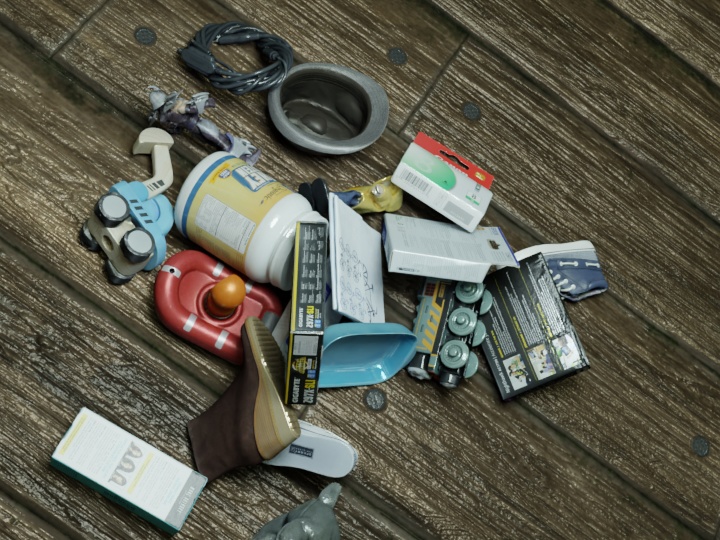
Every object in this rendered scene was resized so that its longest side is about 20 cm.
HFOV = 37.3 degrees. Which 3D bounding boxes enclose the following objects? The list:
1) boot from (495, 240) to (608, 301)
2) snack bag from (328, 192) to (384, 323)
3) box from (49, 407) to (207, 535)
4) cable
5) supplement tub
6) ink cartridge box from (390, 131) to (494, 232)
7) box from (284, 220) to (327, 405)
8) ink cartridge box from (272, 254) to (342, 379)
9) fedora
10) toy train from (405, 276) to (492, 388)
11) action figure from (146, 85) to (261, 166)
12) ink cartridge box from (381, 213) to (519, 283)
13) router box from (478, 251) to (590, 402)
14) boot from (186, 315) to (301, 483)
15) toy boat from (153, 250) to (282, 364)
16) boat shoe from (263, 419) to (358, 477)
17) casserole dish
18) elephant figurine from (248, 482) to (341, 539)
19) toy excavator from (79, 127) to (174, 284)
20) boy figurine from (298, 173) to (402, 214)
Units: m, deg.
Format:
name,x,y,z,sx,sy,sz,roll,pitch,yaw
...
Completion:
name,x,y,z,sx,sy,sz,roll,pitch,yaw
boot,0.329,0.008,1.805,0.199,0.073,0.091,-10,66,-24
snack bag,0.000,0.000,1.641,0.021,0.200,0.190,-11,68,20
box,-0.318,0.276,1.466,0.199,0.049,0.083,32,61,-5
cable,-0.191,-0.349,1.752,0.199,0.051,0.163,28,43,27
supplement tub,-0.162,-0.072,1.591,0.199,0.145,0.145,31,59,17
ink cartridge box,0.149,-0.166,1.780,0.160,0.050,0.200,32,38,-2
box,-0.074,0.058,1.462,0.049,0.160,0.201,3,48,-3
ink cartridge box,-0.079,0.082,1.616,0.201,0.037,0.095,-61,139,-28
fedora,-0.059,-0.252,1.764,0.198,0.090,0.178,10,63,-7
toy train,0.137,0.084,1.682,0.113,0.085,0.201,8,74,25
action figure,-0.252,-0.226,1.670,0.200,0.130,0.070,36,72,-21
ink cartridge box,0.136,-0.033,1.683,0.198,0.200,0.041,7,109,-4
router box,0.263,0.091,1.718,0.148,0.051,0.201,-23,74,10
boot,-0.181,0.182,1.504,0.166,0.072,0.201,-26,69,19
toy boat,-0.204,0.043,1.561,0.199,0.131,0.131,27,61,-8
boat shoe,-0.099,0.252,1.548,0.199,0.065,0.074,21,91,11
casserole dish,-0.004,0.122,1.601,0.199,0.121,0.039,1,45,-39
elephant figurine,-0.061,0.431,1.466,0.201,0.155,0.141,59,18,-1
toy excavator,-0.329,-0.103,1.611,0.200,0.100,0.195,-32,83,-41
boy figurine,0.001,-0.121,1.716,0.199,0.124,0.065,-10,89,-40
